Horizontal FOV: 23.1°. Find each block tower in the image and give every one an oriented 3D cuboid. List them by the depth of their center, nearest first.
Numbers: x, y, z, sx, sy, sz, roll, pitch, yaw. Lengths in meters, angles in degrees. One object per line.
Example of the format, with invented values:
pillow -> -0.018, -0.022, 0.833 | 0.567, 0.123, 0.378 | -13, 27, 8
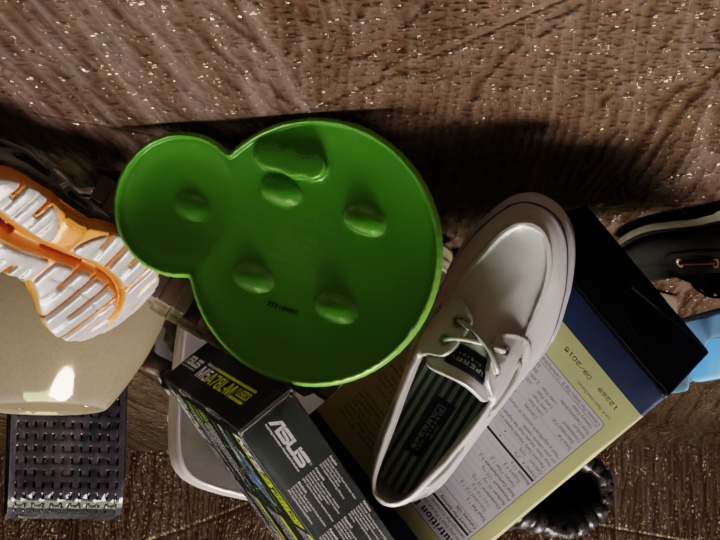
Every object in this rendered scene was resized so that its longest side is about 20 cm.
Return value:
block tower -> -0.096, 0.015, 1.153 | 0.199, 0.054, 0.058 | 31, 167, -6

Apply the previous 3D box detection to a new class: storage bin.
storage bin -> -0.241, 0.100, 1.440 | 0.093, 0.202, 0.135 | 3, 169, -12

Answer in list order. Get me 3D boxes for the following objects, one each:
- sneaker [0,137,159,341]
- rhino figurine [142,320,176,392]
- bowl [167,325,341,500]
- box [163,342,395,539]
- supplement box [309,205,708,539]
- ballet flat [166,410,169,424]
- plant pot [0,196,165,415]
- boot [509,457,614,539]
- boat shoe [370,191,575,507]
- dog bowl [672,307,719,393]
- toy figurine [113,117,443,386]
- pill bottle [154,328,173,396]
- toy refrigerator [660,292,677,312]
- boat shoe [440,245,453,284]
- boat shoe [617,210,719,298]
sneaker -> -0.186, -0.025, 1.038 | 0.078, 0.077, 0.200 | -39, 146, 1
rhino figurine -> -0.078, 0.053, 1.419 | 0.199, 0.088, 0.060 | -22, 152, -29
bowl -> -0.055, 0.086, 1.341 | 0.198, 0.202, 0.075 | 12, 160, -22
box -> -0.033, 0.147, 1.097 | 0.047, 0.201, 0.193 | -38, -164, -15
supplement box -> 0.098, 0.078, 1.151 | 0.200, 0.135, 0.200 | -42, 171, 17
ballet flat -> -0.066, 0.122, 1.436 | 0.198, 0.070, 0.069 | -14, 167, 14
plant pot -> -0.226, 0.032, 1.264 | 0.198, 0.136, 0.200 | 0, 169, 0
boot -> 0.078, 0.175, 1.358 | 0.209, 0.080, 0.158 | -16, -176, -8
boat shoe -> 0.066, 0.053, 1.014 | 0.073, 0.201, 0.067 | 24, -165, 5
dog bowl -> 0.284, 0.043, 1.223 | 0.111, 0.050, 0.200 | -13, 176, -30
toy figurine -> -0.030, -0.017, 1.081 | 0.198, 0.151, 0.184 | 18, -177, 13
pill bottle -> -0.093, 0.081, 1.583 | 0.113, 0.115, 0.200 | -4, 168, 21
toy refrigerator -> 0.194, 0.048, 1.533 | 0.075, 0.071, 0.199 | -9, 167, 39
boat shoe -> 0.000, 0.000, 1.278 | 0.071, 0.067, 0.200 | -7, 167, 37
boat shoe -> 0.252, -0.009, 1.252 | 0.073, 0.064, 0.201 | 0, 173, -33
